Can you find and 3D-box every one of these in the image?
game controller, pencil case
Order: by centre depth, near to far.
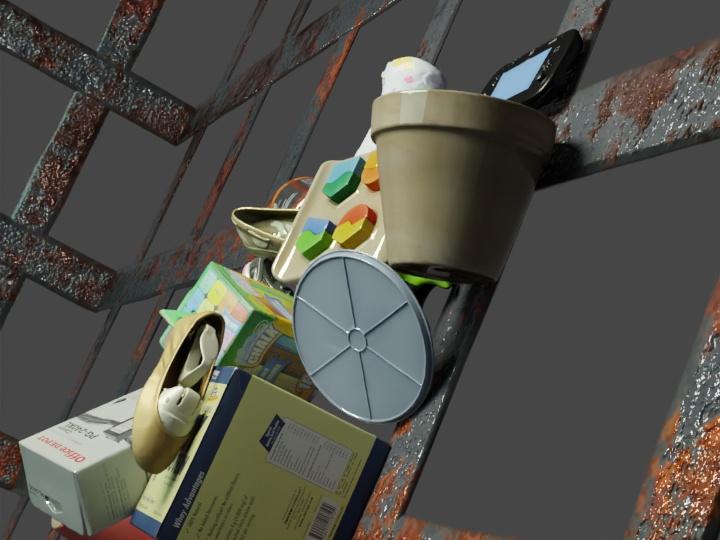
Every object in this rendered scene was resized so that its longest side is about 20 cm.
[{"bbox_3d":[0.188,-0.217,1.609,0.200,0.042,0.105,-19,46,64],"label":"game controller"},{"bbox_3d":[0.052,-0.192,1.864,0.083,0.090,0.201,-30,37,58],"label":"pencil case"}]

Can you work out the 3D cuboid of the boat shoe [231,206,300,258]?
[{"bbox_3d":[-0.083,-0.056,1.850,0.200,0.063,0.073,6,54,35],"label":"boat shoe"}]

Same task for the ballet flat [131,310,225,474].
[{"bbox_3d":[-0.191,0.121,1.467,0.063,0.069,0.201,-26,39,38],"label":"ballet flat"}]

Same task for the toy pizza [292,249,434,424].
[{"bbox_3d":[0.005,0.072,1.512,0.032,0.201,0.200,-23,-16,-46],"label":"toy pizza"}]

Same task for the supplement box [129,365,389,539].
[{"bbox_3d":[-0.112,0.233,1.510,0.201,0.199,0.134,-65,18,-12],"label":"supplement box"}]

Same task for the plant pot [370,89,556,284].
[{"bbox_3d":[0.099,-0.081,1.458,0.200,0.199,0.175,168,112,-67],"label":"plant pot"}]

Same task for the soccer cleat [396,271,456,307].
[{"bbox_3d":[0.022,0.052,1.574,0.200,0.081,0.067,-44,-15,20],"label":"soccer cleat"}]

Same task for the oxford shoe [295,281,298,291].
[{"bbox_3d":[-0.064,0.048,1.856,0.071,0.072,0.201,-31,35,57],"label":"oxford shoe"}]

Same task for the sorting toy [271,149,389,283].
[{"bbox_3d":[-0.010,-0.076,1.626,0.199,0.036,0.186,-7,50,47],"label":"sorting toy"}]

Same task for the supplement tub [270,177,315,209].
[{"bbox_3d":[-0.072,-0.079,2.011,0.107,0.107,0.200,-61,18,3],"label":"supplement tub"}]

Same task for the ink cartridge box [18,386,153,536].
[{"bbox_3d":[-0.272,0.213,1.594,0.145,0.199,0.084,12,118,50],"label":"ink cartridge box"}]

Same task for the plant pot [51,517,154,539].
[{"bbox_3d":[-0.339,0.346,2.006,0.201,0.177,0.201,-51,21,29],"label":"plant pot"}]

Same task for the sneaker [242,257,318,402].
[{"bbox_3d":[-0.079,0.066,1.782,0.086,0.201,0.080,-32,-17,16],"label":"sneaker"}]

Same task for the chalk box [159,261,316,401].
[{"bbox_3d":[-0.146,0.080,1.640,0.124,0.200,0.124,-55,44,9],"label":"chalk box"}]
